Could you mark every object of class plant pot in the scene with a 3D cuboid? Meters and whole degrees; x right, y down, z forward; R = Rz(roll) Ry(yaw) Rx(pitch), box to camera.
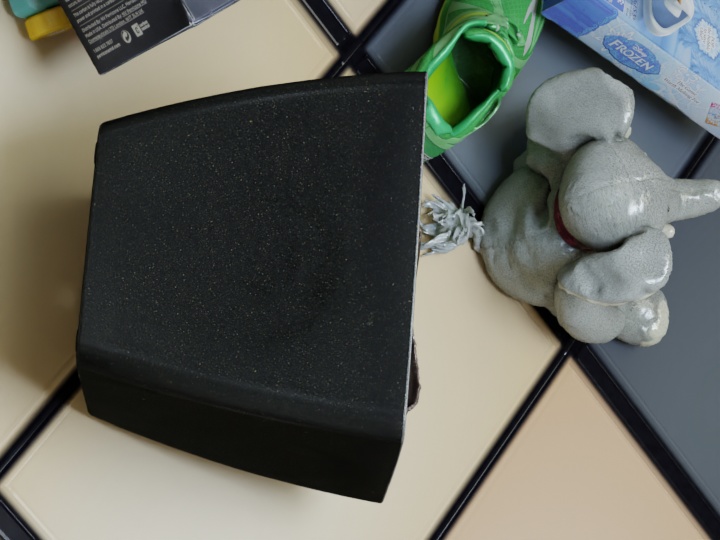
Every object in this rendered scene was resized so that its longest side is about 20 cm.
[{"bbox_3d":[-0.062,0.007,1.397,0.176,0.200,0.201,5,75,-1],"label":"plant pot"}]

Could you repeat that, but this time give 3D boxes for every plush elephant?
[{"bbox_3d":[0.156,-0.040,1.619,0.199,0.155,0.166,-1,81,-40],"label":"plush elephant"}]

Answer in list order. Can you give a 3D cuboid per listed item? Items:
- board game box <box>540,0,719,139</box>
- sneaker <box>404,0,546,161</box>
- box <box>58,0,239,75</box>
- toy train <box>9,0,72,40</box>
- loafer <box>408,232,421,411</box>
[{"bbox_3d":[0.214,-0.214,1.736,0.199,0.043,0.201,31,52,-33],"label":"board game box"},{"bbox_3d":[0.076,-0.132,1.620,0.074,0.083,0.200,52,50,-18],"label":"sneaker"},{"bbox_3d":[-0.096,-0.240,1.419,0.200,0.104,0.183,-34,99,-38],"label":"box"},{"bbox_3d":[-0.205,-0.218,1.429,0.200,0.056,0.151,27,65,-32],"label":"toy train"},{"bbox_3d":[0.000,0.000,1.537,0.073,0.071,0.201,-10,87,-40],"label":"loafer"}]
